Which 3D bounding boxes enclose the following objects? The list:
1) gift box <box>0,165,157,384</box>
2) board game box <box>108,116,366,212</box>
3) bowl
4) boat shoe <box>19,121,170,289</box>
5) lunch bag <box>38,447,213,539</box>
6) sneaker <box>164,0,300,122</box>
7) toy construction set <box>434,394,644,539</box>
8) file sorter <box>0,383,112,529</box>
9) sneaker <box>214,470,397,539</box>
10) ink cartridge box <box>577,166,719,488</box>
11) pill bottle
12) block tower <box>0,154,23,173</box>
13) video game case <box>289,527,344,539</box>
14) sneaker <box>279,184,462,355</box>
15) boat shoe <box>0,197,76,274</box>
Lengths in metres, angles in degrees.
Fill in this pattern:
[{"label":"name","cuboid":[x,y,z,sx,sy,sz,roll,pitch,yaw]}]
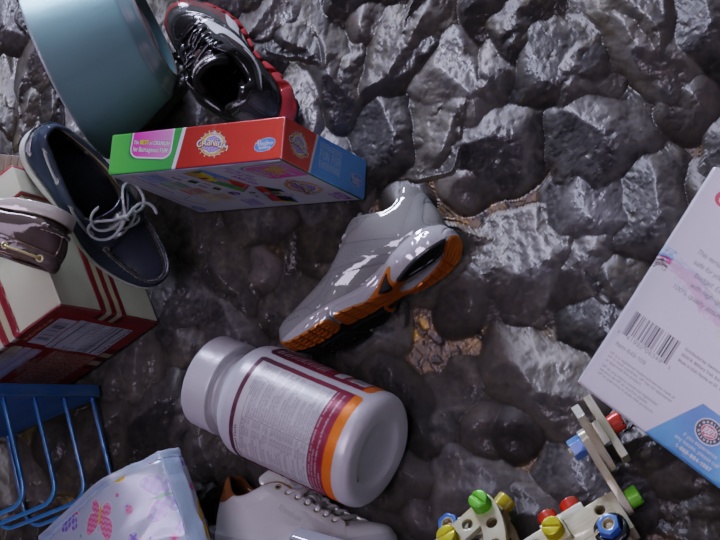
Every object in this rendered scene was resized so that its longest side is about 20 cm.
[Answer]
[{"label":"gift box","cuboid":[-0.341,-0.002,1.545,0.184,0.200,0.188,-32,67,17]},{"label":"board game box","cuboid":[-0.116,-0.098,1.449,0.198,0.153,0.041,-3,77,29]},{"label":"bowl","cuboid":[-0.258,-0.227,1.546,0.104,0.201,0.202,-25,69,4]},{"label":"boat shoe","cuboid":[-0.250,-0.063,1.475,0.075,0.201,0.062,-43,19,-26]},{"label":"lunch bag","cuboid":[-0.200,0.285,1.443,0.200,0.126,0.171,-44,61,41]},{"label":"sneaker","cuboid":[-0.145,-0.212,1.516,0.071,0.098,0.201,-49,61,17]},{"label":"toy construction set","cuboid":[0.162,0.206,1.282,0.200,0.092,0.132,-43,43,13]},{"label":"file sorter","cuboid":[-0.364,0.193,1.525,0.138,0.199,0.124,-23,75,25]},{"label":"sneaker","cuboid":[-0.055,0.225,1.409,0.198,0.073,0.086,0,85,32]},{"label":"ink cartridge box","cuboid":[0.302,0.049,1.184,0.146,0.146,0.201,37,101,30]},{"label":"pill bottle","cuboid":[-0.064,0.135,1.407,0.199,0.109,0.111,20,92,31]},{"label":"block tower","cuboid":[-0.427,-0.104,1.689,0.198,0.054,0.058,10,88,31]},{"label":"video game case","cuboid":[0.031,0.329,1.324,0.198,0.022,0.184,10,117,32]},{"label":"sneaker","cuboid":[0.000,0.000,1.420,0.199,0.076,0.092,-35,59,13]},{"label":"boat shoe","cuboid":[-0.371,-0.040,1.436,0.198,0.072,0.060,9,74,9]}]
